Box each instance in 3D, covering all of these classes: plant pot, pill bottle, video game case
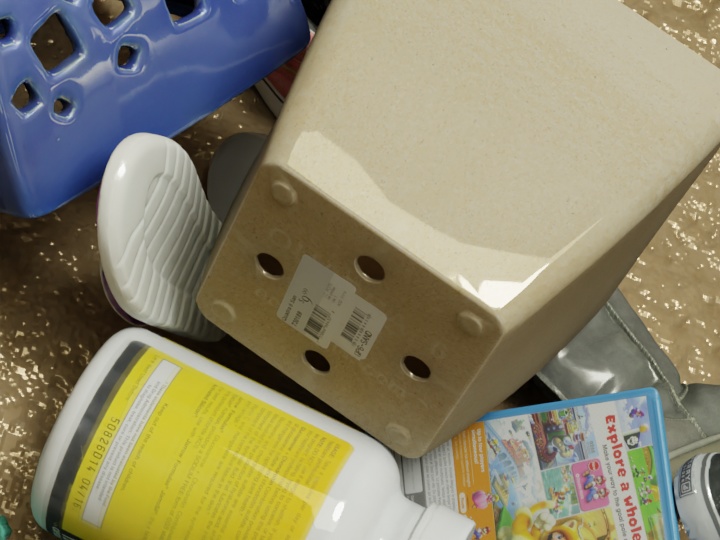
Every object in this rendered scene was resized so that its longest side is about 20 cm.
[{"bbox_3d":[-0.172,-0.165,1.291,0.200,0.180,0.200,22,45,41],"label":"plant pot"},{"bbox_3d":[-0.051,0.116,1.259,0.200,0.112,0.112,25,58,8],"label":"pill bottle"},{"bbox_3d":[0.060,0.141,1.303,0.200,0.018,0.143,-10,63,10],"label":"video game case"},{"bbox_3d":[0.035,-0.032,1.251,0.200,0.200,0.177,34,53,3],"label":"plant pot"}]

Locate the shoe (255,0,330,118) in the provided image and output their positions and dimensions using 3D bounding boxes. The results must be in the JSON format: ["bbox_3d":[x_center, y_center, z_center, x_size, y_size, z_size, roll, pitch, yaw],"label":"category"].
[{"bbox_3d":[-0.057,-0.167,1.434,0.071,0.091,0.200,-35,80,-31],"label":"shoe"}]

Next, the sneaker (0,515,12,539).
[{"bbox_3d":[-0.219,0.131,1.250,0.087,0.074,0.200,-27,77,1],"label":"sneaker"}]

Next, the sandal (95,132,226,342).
[{"bbox_3d":[-0.106,-0.009,1.289,0.050,0.203,0.083,12,73,17],"label":"sandal"}]

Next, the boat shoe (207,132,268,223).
[{"bbox_3d":[0.000,0.000,1.385,0.200,0.072,0.066,41,23,21],"label":"boat shoe"}]

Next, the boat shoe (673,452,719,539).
[{"bbox_3d":[0.229,0.165,1.329,0.200,0.057,0.069,52,33,-33],"label":"boat shoe"}]

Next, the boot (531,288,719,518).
[{"bbox_3d":[0.147,0.038,1.422,0.182,0.073,0.200,-9,49,-46],"label":"boot"}]
